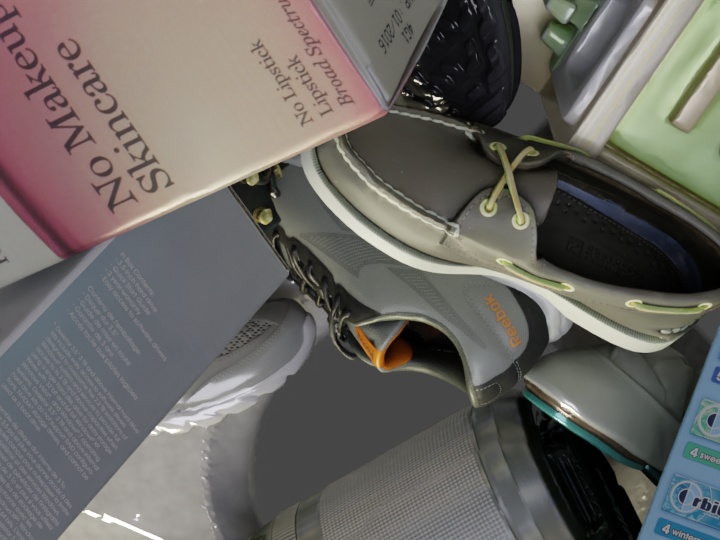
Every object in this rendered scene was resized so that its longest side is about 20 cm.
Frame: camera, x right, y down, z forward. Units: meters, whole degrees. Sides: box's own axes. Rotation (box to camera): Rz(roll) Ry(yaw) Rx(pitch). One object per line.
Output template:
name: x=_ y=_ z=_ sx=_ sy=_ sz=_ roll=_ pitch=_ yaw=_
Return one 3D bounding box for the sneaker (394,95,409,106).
sneaker: x=-0.008 y=-0.097 z=1.000 sx=0.080 sy=0.071 sz=0.201 roll=-19 pitch=116 yaw=32

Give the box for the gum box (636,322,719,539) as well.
gum box: x=0.172 y=0.109 z=0.953 sx=0.044 sy=0.170 sz=0.201 roll=18 pitch=79 yaw=23

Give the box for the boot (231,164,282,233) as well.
boot: x=-0.049 y=-0.091 z=0.931 sx=0.203 sy=0.074 sz=0.154 roll=-8 pitch=126 yaw=17

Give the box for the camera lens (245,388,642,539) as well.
camera lens: x=0.042 y=0.165 z=1.047 sx=0.200 sy=0.160 sz=0.160 roll=-31 pitch=109 yaw=12

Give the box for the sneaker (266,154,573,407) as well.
sneaker: x=0.000 y=0.000 z=0.986 sx=0.200 sy=0.079 sz=0.074 roll=24 pitch=152 yaw=28

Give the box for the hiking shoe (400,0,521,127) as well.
hiking shoe: x=0.039 y=-0.164 z=0.941 sx=0.076 sy=0.101 sz=0.201 roll=-7 pitch=108 yaw=35

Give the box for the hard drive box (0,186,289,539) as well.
hard drive box: x=-0.151 y=0.044 z=0.898 sx=0.156 sy=0.200 sz=0.077 roll=-9 pitch=123 yaw=49

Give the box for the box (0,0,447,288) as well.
box: x=-0.088 y=-0.098 z=0.819 sx=0.200 sy=0.109 sz=0.128 roll=-23 pitch=113 yaw=28

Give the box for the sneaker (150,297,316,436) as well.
sneaker: x=-0.122 y=0.034 z=1.039 sx=0.199 sy=0.075 sz=0.082 roll=-8 pitch=113 yaw=4

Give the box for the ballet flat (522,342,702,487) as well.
ballet flat: x=0.145 y=0.069 z=1.030 sx=0.069 sy=0.070 sz=0.200 roll=-38 pitch=141 yaw=14

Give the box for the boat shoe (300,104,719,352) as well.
boat shoe: x=0.072 y=-0.027 z=0.910 sx=0.201 sy=0.072 sz=0.060 roll=24 pitch=152 yaw=-18

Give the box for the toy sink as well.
toy sink: x=0.157 y=-0.099 z=0.967 sx=0.200 sy=0.112 sz=0.131 roll=30 pitch=109 yaw=-12
